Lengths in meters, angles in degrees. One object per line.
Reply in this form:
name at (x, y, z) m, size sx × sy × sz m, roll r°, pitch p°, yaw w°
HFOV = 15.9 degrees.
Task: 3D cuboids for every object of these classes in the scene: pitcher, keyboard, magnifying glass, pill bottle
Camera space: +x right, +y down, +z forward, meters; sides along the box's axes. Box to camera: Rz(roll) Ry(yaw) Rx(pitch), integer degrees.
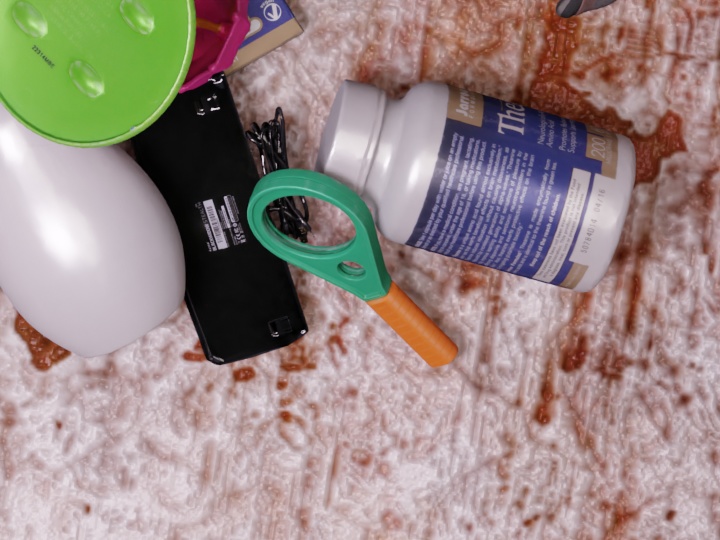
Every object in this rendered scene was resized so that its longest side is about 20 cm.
pitcher at (-0.217, -0.041, 1.696) m, size 0.171 × 0.121 × 0.200 m, roll -16°, pitch 111°, yaw 40°
keyboard at (-0.084, -0.040, 1.741) m, size 0.104 × 0.040 × 0.200 m, roll -14°, pitch 109°, yaw 8°
magnifying glass at (0.000, 0.000, 1.716) m, size 0.080 × 0.022 × 0.200 m, roll -16°, pitch 132°, yaw 34°
pill bottle at (0.074, -0.062, 1.715) m, size 0.200 × 0.111 × 0.111 m, roll 15°, pitch 94°, yaw -7°

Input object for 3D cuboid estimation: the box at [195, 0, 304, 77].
box at (-0.140, -0.215, 1.720) m, size 0.121 × 0.032 × 0.200 m, roll -31°, pitch 97°, yaw -1°

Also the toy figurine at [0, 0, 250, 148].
toy figurine at (-0.151, -0.175, 1.624) m, size 0.200 × 0.184 × 0.150 m, roll 44°, pitch 110°, yaw 12°

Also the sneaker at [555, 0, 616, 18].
sneaker at (0.114, -0.257, 1.719) m, size 0.082 × 0.077 × 0.200 m, roll -31°, pitch 97°, yaw 5°
